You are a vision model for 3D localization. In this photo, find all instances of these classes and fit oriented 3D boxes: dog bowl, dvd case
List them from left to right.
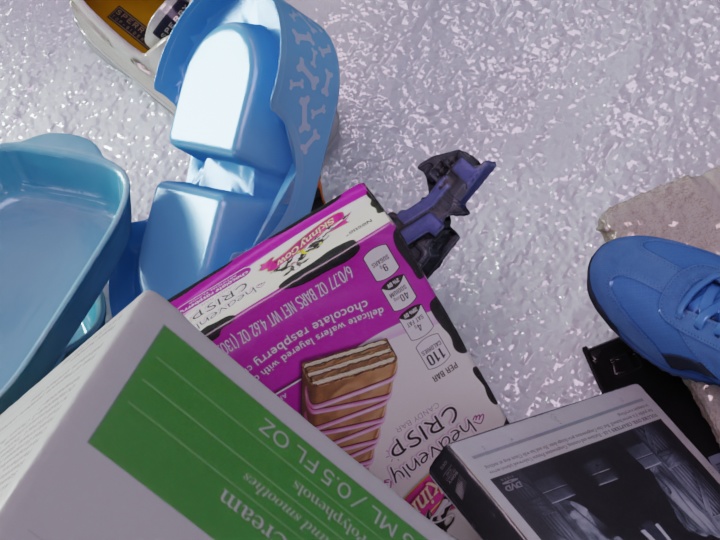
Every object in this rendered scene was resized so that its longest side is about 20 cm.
[{"bbox_3d":[-0.068,-0.047,1.027,0.111,0.049,0.201,14,89,52],"label":"dog bowl"},{"bbox_3d":[0.142,0.143,0.911,0.200,0.150,0.025,49,127,25],"label":"dvd case"}]

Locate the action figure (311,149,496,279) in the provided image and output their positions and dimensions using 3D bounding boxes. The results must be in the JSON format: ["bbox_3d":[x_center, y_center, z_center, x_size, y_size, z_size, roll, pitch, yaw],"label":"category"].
[{"bbox_3d":[0.000,0.000,1.058,0.200,0.105,0.194,-44,65,16],"label":"action figure"}]

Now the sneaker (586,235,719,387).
[{"bbox_3d":[0.193,0.032,0.949,0.200,0.079,0.066,35,74,25],"label":"sneaker"}]

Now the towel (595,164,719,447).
[{"bbox_3d":[0.217,0.024,1.011,0.132,0.035,0.200,-23,61,-6],"label":"towel"}]

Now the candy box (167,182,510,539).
[{"bbox_3d":[-0.003,0.079,0.965,0.136,0.200,0.061,-32,26,0],"label":"candy box"}]

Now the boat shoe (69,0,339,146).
[{"bbox_3d":[-0.098,-0.130,1.163,0.200,0.070,0.071,37,79,28],"label":"boat shoe"}]

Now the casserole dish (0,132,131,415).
[{"bbox_3d":[-0.190,0.014,1.018,0.121,0.039,0.200,11,54,28],"label":"casserole dish"}]

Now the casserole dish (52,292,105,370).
[{"bbox_3d":[-0.208,0.020,1.098,0.121,0.039,0.200,-24,38,-12],"label":"casserole dish"}]

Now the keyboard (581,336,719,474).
[{"bbox_3d":[0.160,0.119,0.999,0.127,0.021,0.200,-21,60,-2],"label":"keyboard"}]

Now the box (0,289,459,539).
[{"bbox_3d":[-0.098,0.159,0.869,0.199,0.200,0.172,40,47,-11],"label":"box"}]
